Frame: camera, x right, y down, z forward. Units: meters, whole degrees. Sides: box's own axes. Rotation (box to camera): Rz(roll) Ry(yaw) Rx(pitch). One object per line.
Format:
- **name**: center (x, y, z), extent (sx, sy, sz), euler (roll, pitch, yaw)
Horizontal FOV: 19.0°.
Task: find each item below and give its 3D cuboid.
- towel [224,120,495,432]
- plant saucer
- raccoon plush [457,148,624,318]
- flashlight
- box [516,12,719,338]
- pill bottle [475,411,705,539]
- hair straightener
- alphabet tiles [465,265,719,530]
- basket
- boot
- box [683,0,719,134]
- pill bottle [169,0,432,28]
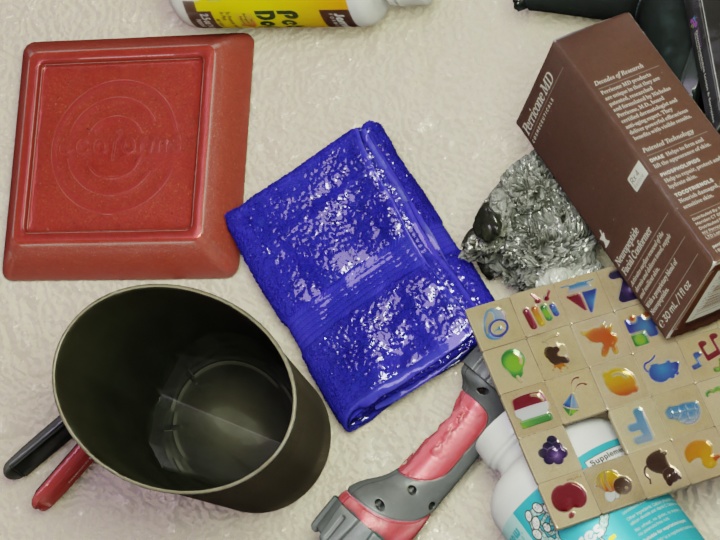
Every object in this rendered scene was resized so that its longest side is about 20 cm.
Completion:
- **towel**: center (0.000, 0.000, 1.602), extent (0.147, 0.050, 0.201), euler (-33, 70, 4)
- **plant saucer**: center (-0.188, -0.094, 1.687), extent (0.198, 0.037, 0.201), euler (-1, 75, 15)
- **raccoon plush**: center (0.167, -0.035, 1.548), extent (0.134, 0.097, 0.200), euler (35, 86, 13)
- **flashlight**: center (0.050, 0.128, 1.543), extent (0.068, 0.068, 0.200), euler (39, 90, 11)
- **box**: center (0.198, -0.066, 1.477), extent (0.075, 0.100, 0.201), euler (-20, 64, -25)
- **pill bottle**: center (0.164, 0.180, 1.477), extent (0.111, 0.111, 0.200), euler (-38, 69, 3)
- **hair straightener**: center (-0.202, 0.085, 1.639), extent (0.077, 0.041, 0.200), euler (40, 89, 21)
- **alphabet tiles**: center (0.192, 0.072, 1.468), extent (0.199, 0.008, 0.168), euler (-16, 66, -15)
- **basket**: center (-0.099, 0.102, 1.521), extent (0.179, 0.200, 0.137), euler (19, 82, 20)
- **boot**: center (0.192, -0.194, 1.581), extent (0.161, 0.073, 0.199), euler (14, 67, 14)
- **box**: center (0.330, -0.164, 1.515), extent (0.199, 0.036, 0.144), euler (-1, 67, -13)
- **pill bottle**: center (-0.044, -0.241, 1.647), extent (0.199, 0.109, 0.110), euler (1, 76, 16)
